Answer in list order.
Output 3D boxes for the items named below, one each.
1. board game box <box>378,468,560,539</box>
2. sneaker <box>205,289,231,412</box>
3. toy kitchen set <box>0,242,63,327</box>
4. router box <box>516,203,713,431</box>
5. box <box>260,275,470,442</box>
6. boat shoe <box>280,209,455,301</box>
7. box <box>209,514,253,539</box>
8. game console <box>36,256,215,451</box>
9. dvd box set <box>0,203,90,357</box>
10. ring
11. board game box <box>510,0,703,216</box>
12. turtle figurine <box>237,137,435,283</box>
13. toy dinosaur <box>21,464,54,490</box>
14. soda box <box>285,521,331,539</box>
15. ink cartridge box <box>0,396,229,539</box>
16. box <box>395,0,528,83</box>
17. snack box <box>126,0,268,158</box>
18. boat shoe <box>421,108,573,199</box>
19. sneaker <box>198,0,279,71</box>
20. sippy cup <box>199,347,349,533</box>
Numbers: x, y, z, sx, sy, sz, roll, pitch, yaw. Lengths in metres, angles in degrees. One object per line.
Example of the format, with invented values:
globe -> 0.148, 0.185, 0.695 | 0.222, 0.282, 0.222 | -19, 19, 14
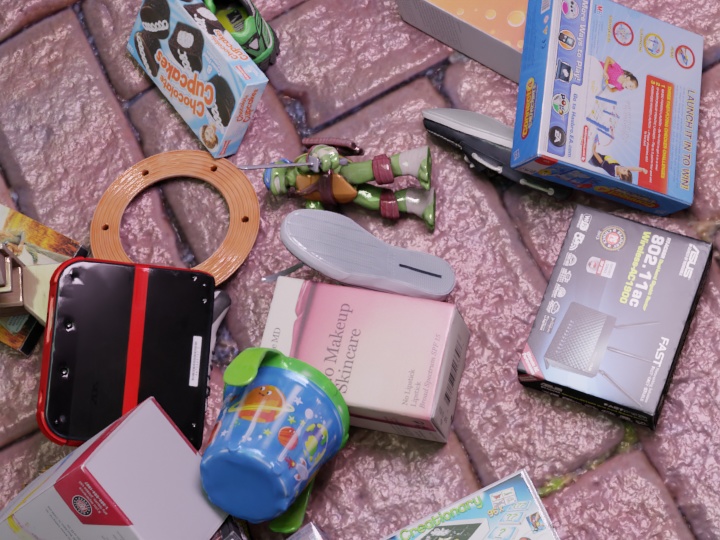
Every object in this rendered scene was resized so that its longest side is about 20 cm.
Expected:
board game box -> 0.107, 0.302, 1.520 | 0.199, 0.035, 0.127 | -26, 68, 3
sneaker -> -0.192, 0.114, 1.651 | 0.080, 0.074, 0.200 | 32, 76, -6
toy kitchen set -> -0.389, 0.077, 1.621 | 0.199, 0.163, 0.181 | -5, 76, 0
router box -> 0.266, 0.047, 1.558 | 0.149, 0.062, 0.201 | 17, 76, 17
box -> 0.003, 0.093, 1.580 | 0.199, 0.109, 0.128 | 9, 74, 16
boat shoe -> 0.000, 0.000, 1.590 | 0.199, 0.067, 0.074 | 23, 54, -14
box -> -0.196, 0.325, 1.520 | 0.200, 0.160, 0.044 | -41, 101, -3
game console -> -0.248, 0.090, 1.592 | 0.176, 0.031, 0.201 | 7, 81, -19
dvd box set -> -0.436, -0.005, 1.763 | 0.199, 0.029, 0.147 | 26, 79, 20
ring -> -0.212, -0.050, 1.715 | 0.199, 0.019, 0.201 | -3, 61, 6
board game box -> 0.263, -0.180, 1.582 | 0.195, 0.056, 0.201 | 16, 71, -23
turtle figurine -> -0.019, -0.069, 1.628 | 0.193, 0.200, 0.145 | -2, 105, 9
toy dinosaur -> -0.307, 0.260, 1.634 | 0.199, 0.060, 0.107 | 0, 105, 10
soda box -> -0.107, 0.345, 1.537 | 0.200, 0.070, 0.063 | -36, 68, -1
ink cartridge box -> -0.259, 0.255, 1.497 | 0.200, 0.145, 0.145 | -34, 98, 31
box -> 0.151, -0.310, 1.694 | 0.200, 0.098, 0.125 | 32, 81, 21
snack box -> -0.193, -0.241, 1.748 | 0.037, 0.116, 0.200 | -18, 58, -41
boat shoe -> 0.149, -0.130, 1.647 | 0.200, 0.075, 0.061 | 24, 116, 35
sneaker -> -0.169, -0.330, 1.785 | 0.078, 0.085, 0.200 | -40, 66, -3
sippy cup -> -0.094, 0.175, 1.491 | 0.178, 0.130, 0.140 | 44, 128, -11
